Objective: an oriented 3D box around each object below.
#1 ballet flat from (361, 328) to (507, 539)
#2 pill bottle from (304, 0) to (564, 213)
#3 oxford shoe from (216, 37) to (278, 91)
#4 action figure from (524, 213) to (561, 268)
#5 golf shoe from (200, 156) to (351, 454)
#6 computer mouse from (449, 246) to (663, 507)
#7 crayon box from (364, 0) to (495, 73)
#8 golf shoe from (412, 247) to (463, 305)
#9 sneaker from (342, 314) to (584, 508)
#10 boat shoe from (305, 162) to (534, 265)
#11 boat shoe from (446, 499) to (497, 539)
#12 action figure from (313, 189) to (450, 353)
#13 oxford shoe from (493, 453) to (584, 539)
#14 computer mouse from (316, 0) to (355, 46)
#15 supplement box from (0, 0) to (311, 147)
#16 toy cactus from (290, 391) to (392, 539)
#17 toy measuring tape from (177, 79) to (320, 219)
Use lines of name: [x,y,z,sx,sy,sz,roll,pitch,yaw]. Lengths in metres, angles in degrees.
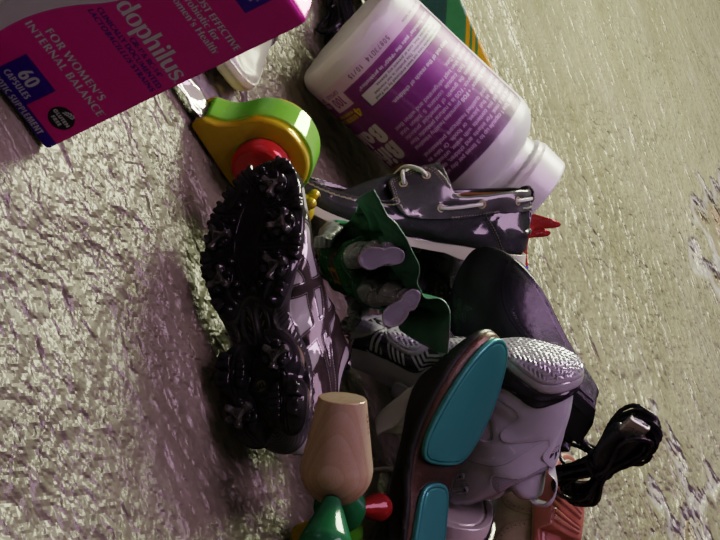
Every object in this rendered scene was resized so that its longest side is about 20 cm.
ballet flat: [0.036,0.129,1.524,0.068,0.068,0.201,19,89,-55]
pill bottle: [0.061,-0.120,1.774,0.200,0.112,0.112,42,29,-9]
oxford shoe: [-0.078,-0.211,1.695,0.075,0.058,0.201,53,29,-32]
action figure: [0.121,0.058,1.801,0.065,0.051,0.201,148,-42,-76]
golf shoe: [-0.052,0.028,1.506,0.094,0.077,0.201,31,53,-55]
computer mouse: [0.122,0.075,1.631,0.053,0.139,0.200,-26,76,-33]
crayon box: [0.068,-0.169,1.896,0.201,0.051,0.127,66,-10,-5]
golf shoe: [0.074,0.049,1.754,0.094,0.077,0.201,42,35,-44]
sneaker: [0.059,0.099,1.596,0.075,0.199,0.116,-15,113,-60]
boat shoe: [0.037,-0.051,1.689,0.199,0.068,0.072,10,9,-22]
boat shoe: [0.068,0.173,1.651,0.200,0.073,0.061,-80,-175,-73]
action figure: [0.000,0.000,1.574,0.200,0.054,0.119,-167,-124,-76]
oxford shoe: [0.116,0.234,1.694,0.071,0.074,0.201,43,52,-47]
computer mouse: [0.007,-0.282,1.808,0.110,0.044,0.201,-81,-175,-50]
supplement box: [-0.131,-0.174,1.375,0.101,0.199,0.104,53,27,-27]
toy cactus: [-0.010,0.161,1.416,0.200,0.102,0.166,-31,127,-71]
toy measuring tape: [-0.082,-0.115,1.584,0.200,0.073,0.074,57,26,-22]
